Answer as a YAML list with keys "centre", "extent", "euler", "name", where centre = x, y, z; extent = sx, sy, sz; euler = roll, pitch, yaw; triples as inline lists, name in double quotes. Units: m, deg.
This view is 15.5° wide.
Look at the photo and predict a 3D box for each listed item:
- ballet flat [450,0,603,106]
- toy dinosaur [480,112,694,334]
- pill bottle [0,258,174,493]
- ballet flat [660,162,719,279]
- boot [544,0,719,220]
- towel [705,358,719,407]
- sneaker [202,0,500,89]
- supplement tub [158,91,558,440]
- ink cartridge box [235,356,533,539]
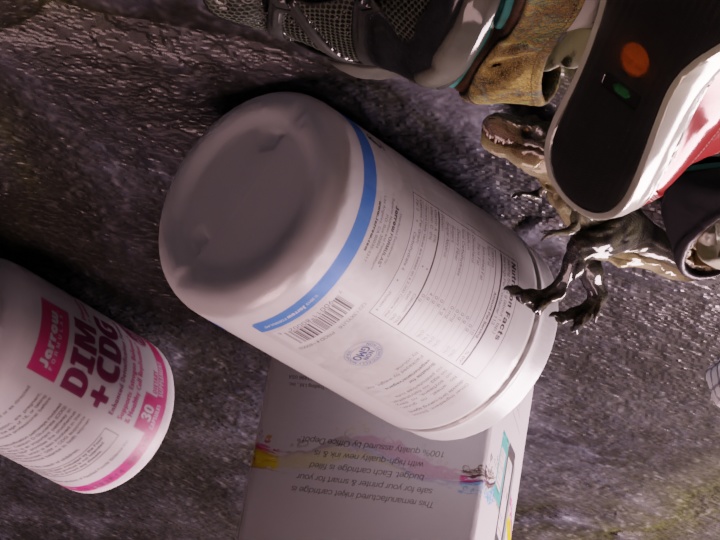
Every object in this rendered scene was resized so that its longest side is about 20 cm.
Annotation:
- centre: [0.085, -0.122, 1.182]
  extent: [0.071, 0.071, 0.200]
  euler: [12, 164, -5]
  name: "ballet flat"
- centre: [0.124, -0.011, 1.412]
  extent: [0.200, 0.088, 0.047]
  euler: [31, -175, -42]
  name: "toy dinosaur"
- centre: [-0.223, 0.060, 1.703]
  extent: [0.113, 0.113, 0.200]
  euler: [-7, 153, 37]
  name: "pill bottle"
- centre: [0.231, -0.032, 1.331]
  extent: [0.073, 0.073, 0.200]
  euler: [26, 153, -35]
  name: "ballet flat"
- centre: [0.171, -0.120, 1.160]
  extent: [0.144, 0.072, 0.200]
  euler: [-23, 150, -43]
  name: "boot"
- centre: [0.305, 0.036, 1.451]
  extent: [0.200, 0.086, 0.166]
  euler: [11, 160, -5]
  name: "towel"
- centre: [-0.008, -0.129, 1.149]
  extent: [0.114, 0.076, 0.199]
  euler: [19, 178, -19]
  name: "sneaker"
- centre: [0.000, 0.000, 1.431]
  extent: [0.132, 0.132, 0.200]
  euler: [-8, 152, 39]
  name: "supplement tub"
- centre: [0.018, 0.129, 1.648]
  extent: [0.147, 0.200, 0.146]
  euler: [6, 158, 12]
  name: "ink cartridge box"
